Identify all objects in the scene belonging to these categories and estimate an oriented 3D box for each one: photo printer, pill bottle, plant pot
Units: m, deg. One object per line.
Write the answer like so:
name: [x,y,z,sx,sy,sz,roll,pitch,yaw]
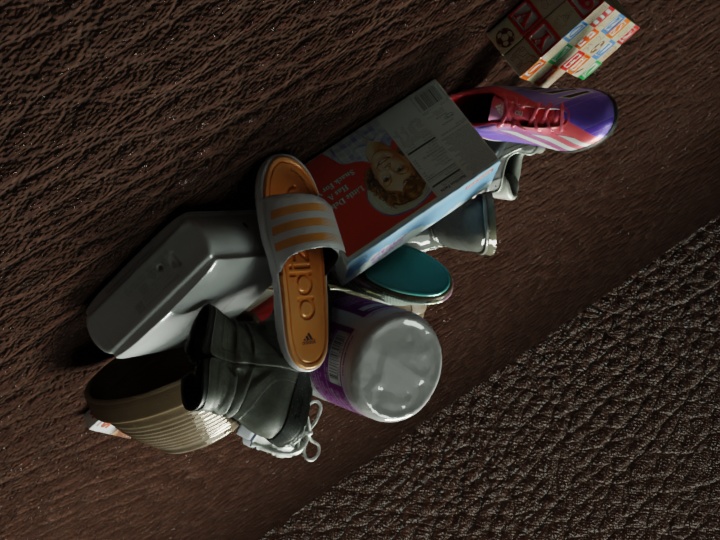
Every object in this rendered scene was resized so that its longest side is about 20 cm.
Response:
photo printer: [-0.158,0.011,1.552,0.166,0.070,0.200,-42,166,20]
pill bottle: [-0.014,0.081,1.610,0.112,0.113,0.199,-31,-156,-25]
plant pot: [-0.182,0.128,1.647,0.199,0.094,0.201,-20,-165,6]

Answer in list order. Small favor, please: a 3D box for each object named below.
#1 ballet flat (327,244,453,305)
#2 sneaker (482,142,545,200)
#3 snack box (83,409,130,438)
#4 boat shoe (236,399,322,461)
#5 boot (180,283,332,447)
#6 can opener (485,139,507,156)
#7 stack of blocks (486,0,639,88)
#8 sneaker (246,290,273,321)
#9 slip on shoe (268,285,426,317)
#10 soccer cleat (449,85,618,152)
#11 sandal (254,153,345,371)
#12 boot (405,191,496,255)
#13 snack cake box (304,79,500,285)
ballet flat: [0.000,0.000,1.646,0.071,0.198,0.070,100,8,-53]
sneaker: [0.136,-0.110,1.861,0.200,0.100,0.078,-44,165,28]
snack box: [-0.227,0.120,1.804,0.200,0.024,0.072,-42,145,19]
boat shoe: [-0.078,0.165,1.639,0.202,0.085,0.075,101,13,-72]
boot: [-0.101,0.061,1.517,0.130,0.202,0.067,31,143,-32]
can opener: [0.099,-0.101,1.800,0.201,0.066,0.053,-57,174,8]
stack of blocks: [0.220,-0.255,1.677,0.115,0.059,0.200,-41,167,17]
sneaker: [-0.132,0.104,1.843,0.200,0.116,0.078,-41,167,13]
slip on shoe: [-0.019,0.023,1.754,0.198,0.061,0.076,0,-161,17]
soccer cleat: [0.179,-0.165,1.665,0.199,0.069,0.073,9,-179,43]
sandal: [-0.046,-0.010,1.494,0.079,0.209,0.059,-9,-179,-43]
boot: [0.039,-0.042,1.700,0.197,0.074,0.182,-1,176,-10]
snack cake box: [0.030,-0.090,1.607,0.199,0.115,0.067,-34,167,-16]
